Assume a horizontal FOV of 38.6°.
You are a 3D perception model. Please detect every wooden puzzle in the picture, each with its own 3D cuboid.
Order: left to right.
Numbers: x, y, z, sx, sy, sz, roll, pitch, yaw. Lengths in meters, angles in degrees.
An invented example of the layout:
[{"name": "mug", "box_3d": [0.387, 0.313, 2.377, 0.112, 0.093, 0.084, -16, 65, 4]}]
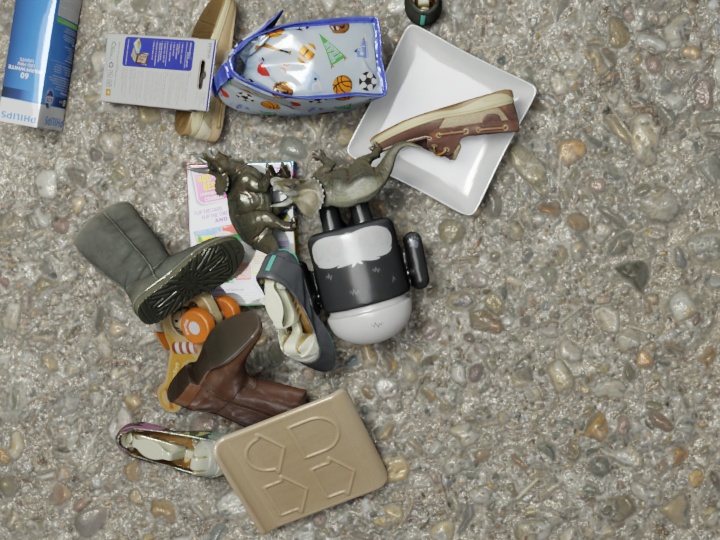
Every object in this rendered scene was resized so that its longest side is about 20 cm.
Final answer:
[{"name": "wooden puzzle", "box_3d": [-0.082, 0.261, 1.429, 0.200, 0.046, 0.186, -24, 122, 0]}]

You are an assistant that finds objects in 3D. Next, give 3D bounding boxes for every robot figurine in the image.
[{"name": "robot figurine", "box_3d": [-0.001, 0.000, 1.395, 0.150, 0.125, 0.201, -12, 95, 41]}]

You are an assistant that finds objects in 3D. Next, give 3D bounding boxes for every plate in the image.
[{"name": "plate", "box_3d": [0.111, -0.206, 1.416, 0.199, 0.032, 0.200, 27, 95, 0]}]

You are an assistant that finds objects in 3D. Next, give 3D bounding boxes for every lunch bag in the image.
[{"name": "lunch bag", "box_3d": [-0.087, -0.262, 1.328, 0.199, 0.170, 0.124, -9, 92, -15]}]

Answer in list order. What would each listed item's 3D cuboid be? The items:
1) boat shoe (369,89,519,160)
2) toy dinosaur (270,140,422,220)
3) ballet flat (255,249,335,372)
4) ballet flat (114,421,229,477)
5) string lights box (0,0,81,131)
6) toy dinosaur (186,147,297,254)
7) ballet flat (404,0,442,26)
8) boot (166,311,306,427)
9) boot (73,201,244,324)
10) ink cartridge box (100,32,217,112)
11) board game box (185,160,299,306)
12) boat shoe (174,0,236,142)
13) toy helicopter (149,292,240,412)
[{"name": "boat shoe", "box_3d": [0.114, -0.181, 1.369, 0.199, 0.072, 0.072, -17, 97, 2]}, {"name": "toy dinosaur", "box_3d": [-0.014, -0.114, 1.335, 0.199, 0.102, 0.077, -7, 135, 4]}, {"name": "ballet flat", "box_3d": [-0.090, 0.068, 1.352, 0.073, 0.073, 0.200, -16, 119, 4]}, {"name": "ballet flat", "box_3d": [-0.251, 0.257, 1.451, 0.199, 0.071, 0.069, 11, 94, 2]}, {"name": "string lights box", "box_3d": [-0.434, -0.295, 1.401, 0.059, 0.103, 0.201, 11, 95, 1]}, {"name": "toy dinosaur", "box_3d": [-0.141, -0.086, 1.380, 0.102, 0.077, 0.200, -18, 105, 21]}, {"name": "ballet flat", "box_3d": [0.087, -0.432, 1.381, 0.068, 0.068, 0.201, -5, 94, 4]}, {"name": "boot", "box_3d": [-0.130, 0.146, 1.381, 0.200, 0.064, 0.186, 27, 124, -37]}, {"name": "boot", "box_3d": [-0.276, -0.032, 1.395, 0.182, 0.200, 0.073, -31, 133, -16]}, {"name": "ink cartridge box", "box_3d": [-0.267, -0.267, 1.385, 0.200, 0.037, 0.095, 11, 96, 33]}, {"name": "board game box", "box_3d": [-0.163, -0.051, 1.438, 0.153, 0.040, 0.201, -1, 94, 3]}, {"name": "boat shoe", "box_3d": [-0.201, -0.278, 1.415, 0.064, 0.071, 0.201, 12, 99, -34]}, {"name": "toy helicopter", "box_3d": [-0.254, 0.106, 1.421, 0.132, 0.079, 0.200, 26, 116, 19]}]
